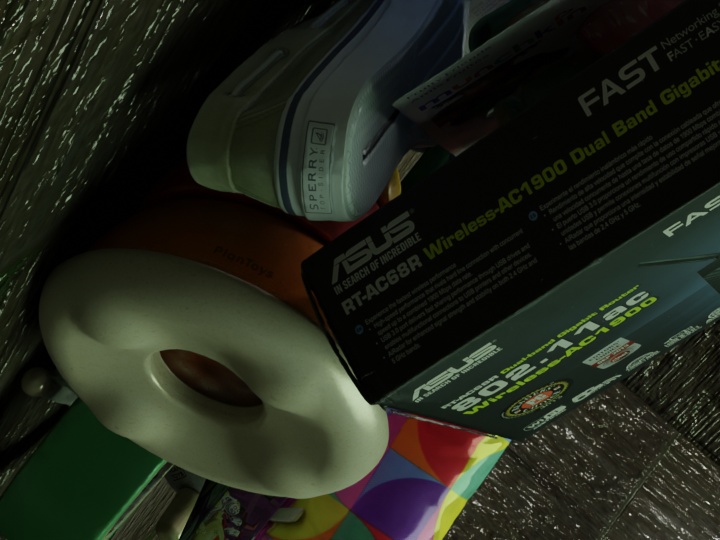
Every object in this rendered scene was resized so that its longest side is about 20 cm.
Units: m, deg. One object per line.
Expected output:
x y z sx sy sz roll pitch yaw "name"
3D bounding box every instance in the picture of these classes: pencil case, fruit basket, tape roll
0.022 0.084 0.919 0.200 0.088 0.088 -54 175 -4 "pencil case"
0.111 -0.088 0.707 0.185 0.094 0.200 -31 175 7 "fruit basket"
-0.091 0.058 0.895 0.201 0.048 0.200 -49 178 -2 "tape roll"

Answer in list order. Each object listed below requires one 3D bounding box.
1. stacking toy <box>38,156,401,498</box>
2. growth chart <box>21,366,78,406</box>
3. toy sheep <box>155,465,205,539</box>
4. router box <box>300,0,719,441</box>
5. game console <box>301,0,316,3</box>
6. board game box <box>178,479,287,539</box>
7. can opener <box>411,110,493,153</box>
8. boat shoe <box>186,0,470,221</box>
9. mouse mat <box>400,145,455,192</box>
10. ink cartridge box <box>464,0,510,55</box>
-0.027 -0.022 0.770 0.200 0.146 0.146 -64 -177 -31 "stacking toy"
-0.080 -0.007 0.891 0.200 0.018 0.145 -49 175 -10 "growth chart"
-0.056 0.082 1.096 0.200 0.138 0.138 -57 -179 -38 "toy sheep"
0.098 -0.018 0.678 0.200 0.062 0.150 -34 158 16 "router box"
0.097 -0.168 0.723 0.200 0.175 0.117 -45 145 -44 "game console"
-0.033 0.067 0.920 0.120 0.032 0.200 -56 -176 16 "board game box"
0.078 -0.107 0.962 0.053 0.067 0.200 -48 -162 -26 "can opener"
-0.005 -0.074 0.706 0.200 0.062 0.072 -49 148 -65 "boat shoe"
0.000 0.000 0.896 0.161 0.008 0.200 -51 -175 26 "mouse mat"
0.076 -0.132 0.848 0.200 0.044 0.094 -37 -169 28 "ink cartridge box"
